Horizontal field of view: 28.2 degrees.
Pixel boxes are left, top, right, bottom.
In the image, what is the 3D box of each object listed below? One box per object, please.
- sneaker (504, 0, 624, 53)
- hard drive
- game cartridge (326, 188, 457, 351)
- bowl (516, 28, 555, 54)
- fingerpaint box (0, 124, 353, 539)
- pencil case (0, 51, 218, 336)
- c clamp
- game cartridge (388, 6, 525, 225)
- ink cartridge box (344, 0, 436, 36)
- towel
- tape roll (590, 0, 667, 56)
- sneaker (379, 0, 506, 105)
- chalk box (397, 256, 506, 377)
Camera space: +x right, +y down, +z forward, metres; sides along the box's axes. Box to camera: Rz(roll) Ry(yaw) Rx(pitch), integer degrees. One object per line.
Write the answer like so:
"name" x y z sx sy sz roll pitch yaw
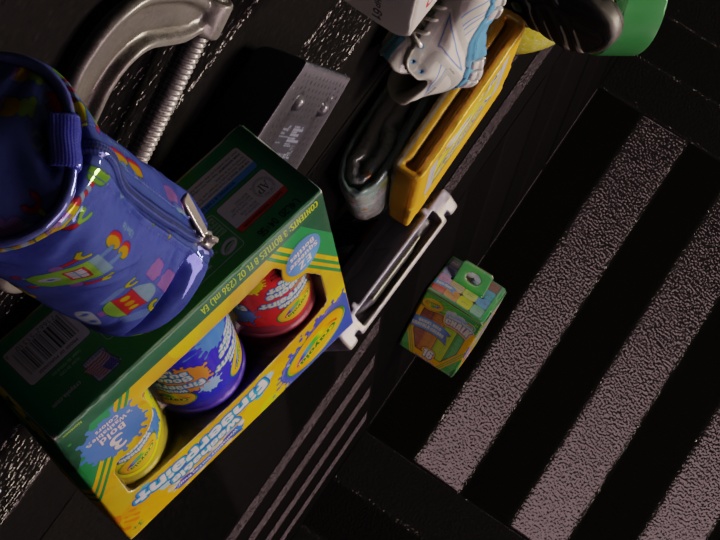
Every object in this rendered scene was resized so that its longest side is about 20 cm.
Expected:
"sneaker" 0.188 -0.260 1.262 0.115 0.200 0.076 -37 124 -14
"hard drive" -0.085 -0.052 0.920 0.200 0.042 0.135 -57 171 9
"game cartridge" 0.000 0.000 1.439 0.130 0.038 0.200 -2 -136 52
"bowl" 0.201 -0.293 1.452 0.200 0.108 0.200 -56 172 -12
"fingerpaint box" -0.103 0.042 0.840 0.200 0.073 0.167 -44 156 -17
"pencil case" -0.121 -0.025 0.609 0.200 0.087 0.078 54 27 -75
"c clamp" -0.112 -0.075 0.724 0.200 0.027 0.171 -59 171 17
"game cartridge" 0.086 -0.135 1.326 0.176 0.032 0.200 -56 173 -8
"ink cartridge box" 0.054 -0.255 0.821 0.200 0.085 0.145 -55 171 -24
"towel" 0.048 -0.142 1.340 0.200 0.048 0.171 -56 171 -4
"tape roll" 0.273 -0.331 1.535 0.200 0.048 0.201 178 -90 -78
"sneaker" 0.057 -0.196 1.131 0.087 0.075 0.200 -29 153 -19
"chalk box" 0.176 0.071 2.628 0.124 0.124 0.200 -48 167 -48
